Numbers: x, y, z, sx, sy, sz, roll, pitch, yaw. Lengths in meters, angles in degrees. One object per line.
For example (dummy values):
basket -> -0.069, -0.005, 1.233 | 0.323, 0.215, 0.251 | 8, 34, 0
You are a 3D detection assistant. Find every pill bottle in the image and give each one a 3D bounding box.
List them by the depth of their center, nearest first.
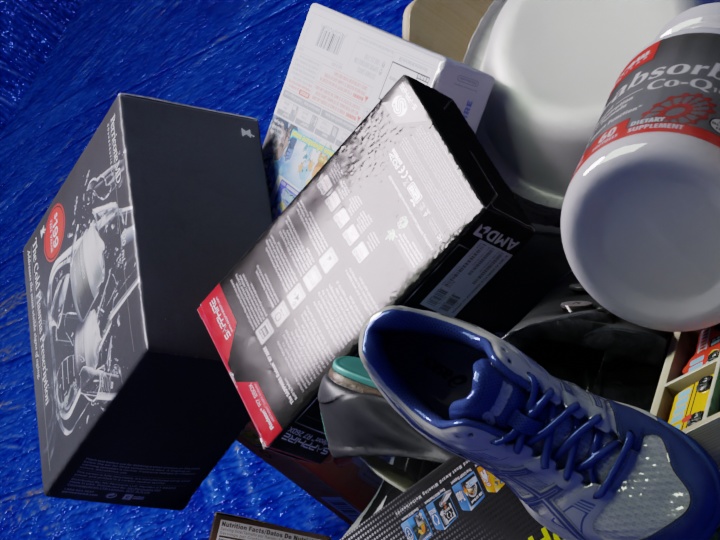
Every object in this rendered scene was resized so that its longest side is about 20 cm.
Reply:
pill bottle -> 0.183, -0.063, 1.415 | 0.116, 0.116, 0.200 | -40, 11, 32

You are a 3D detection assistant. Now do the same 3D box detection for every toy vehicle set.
toy vehicle set -> 0.216, 0.030, 1.341 | 0.124, 0.027, 0.200 | -30, 16, 27

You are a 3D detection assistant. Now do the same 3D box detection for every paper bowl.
paper bowl -> 0.156, -0.120, 1.595 | 0.199, 0.104, 0.202 | -10, 61, 19

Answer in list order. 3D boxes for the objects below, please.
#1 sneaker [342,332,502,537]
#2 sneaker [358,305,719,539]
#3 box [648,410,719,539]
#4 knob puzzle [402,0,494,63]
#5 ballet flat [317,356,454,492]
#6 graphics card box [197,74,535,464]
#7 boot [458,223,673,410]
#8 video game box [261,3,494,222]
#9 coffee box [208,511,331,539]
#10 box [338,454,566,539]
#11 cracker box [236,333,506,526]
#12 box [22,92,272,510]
sneaker -> 0.061, 0.130, 1.588 | 0.112, 0.073, 0.201 | 4, 67, 65
sneaker -> 0.081, 0.080, 1.257 | 0.076, 0.199, 0.088 | -64, -24, -2
box -> 0.194, 0.106, 1.348 | 0.145, 0.036, 0.200 | -57, 18, -14
knob puzzle -> 0.104, -0.112, 1.705 | 0.220, 0.219, 0.030 | -60, 19, -21
ballet flat -> 0.067, 0.101, 1.419 | 0.199, 0.073, 0.073 | 14, 57, 21
graphics card box -> 0.000, 0.000, 1.503 | 0.200, 0.051, 0.126 | -49, 44, 20
boot -> 0.104, 0.030, 1.475 | 0.164, 0.066, 0.200 | -6, 17, 15
video game box -> -0.005, -0.061, 1.636 | 0.200, 0.047, 0.183 | 32, 102, 60
coffee box -> -0.075, 0.259, 1.580 | 0.201, 0.079, 0.114 | -79, 1, -55
box -> 0.067, 0.184, 1.351 | 0.200, 0.044, 0.161 | -39, 65, 35
cracker box -> 0.012, 0.056, 1.722 | 0.201, 0.134, 0.058 | -59, 21, -18
box -> -0.136, 0.022, 1.682 | 0.182, 0.103, 0.201 | -51, 39, 44
